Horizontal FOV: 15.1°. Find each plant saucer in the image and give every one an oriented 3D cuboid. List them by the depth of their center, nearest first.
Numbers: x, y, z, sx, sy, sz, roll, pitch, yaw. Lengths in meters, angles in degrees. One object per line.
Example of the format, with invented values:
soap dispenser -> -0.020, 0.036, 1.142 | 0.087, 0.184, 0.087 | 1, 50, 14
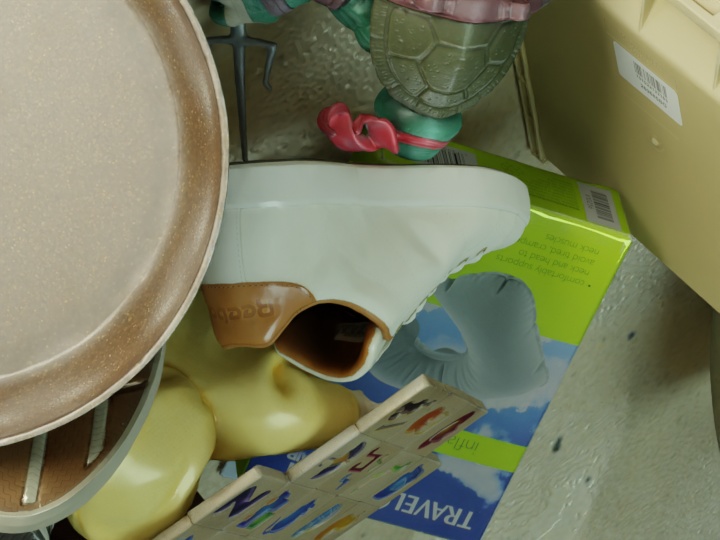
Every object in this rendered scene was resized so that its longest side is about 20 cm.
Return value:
plant saucer -> -0.141, -0.041, 0.902 | 0.200, 0.200, 0.032 | -53, -179, 10

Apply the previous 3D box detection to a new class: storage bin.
storage bin -> 0.157, -0.078, 1.153 | 0.094, 0.200, 0.199 | -34, 145, -14

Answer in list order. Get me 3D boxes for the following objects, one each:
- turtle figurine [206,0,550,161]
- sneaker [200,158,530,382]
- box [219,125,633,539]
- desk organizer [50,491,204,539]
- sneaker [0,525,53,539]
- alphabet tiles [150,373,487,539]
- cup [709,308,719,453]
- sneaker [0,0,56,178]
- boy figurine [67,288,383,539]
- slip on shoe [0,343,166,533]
turtle figurine -> 0.029, -0.118, 1.052 | 0.150, 0.101, 0.200 | -1, 118, -35
sneaker -> 0.000, 0.000, 1.066 | 0.200, 0.073, 0.085 | -3, 88, -53
box -> 0.025, 0.039, 1.216 | 0.122, 0.048, 0.200 | 16, 118, -14
desk organizer -> -0.157, 0.111, 1.110 | 0.200, 0.077, 0.072 | -3, 131, -49
sneaker -> -0.183, 0.029, 1.014 | 0.076, 0.115, 0.201 | -28, 118, 18
alphabet tiles -> -0.042, 0.106, 1.096 | 0.200, 0.008, 0.167 | -36, 163, 8
cup -> 0.262, 0.018, 1.404 | 0.200, 0.200, 0.143 | -33, 117, -20
sneaker -> -0.096, -0.114, 0.958 | 0.074, 0.082, 0.200 | 26, 92, -22
boy figurine -> -0.052, 0.039, 1.078 | 0.200, 0.124, 0.064 | -53, 164, -50
slip on shoe -> -0.108, 0.013, 1.001 | 0.076, 0.200, 0.061 | 12, 148, -6
